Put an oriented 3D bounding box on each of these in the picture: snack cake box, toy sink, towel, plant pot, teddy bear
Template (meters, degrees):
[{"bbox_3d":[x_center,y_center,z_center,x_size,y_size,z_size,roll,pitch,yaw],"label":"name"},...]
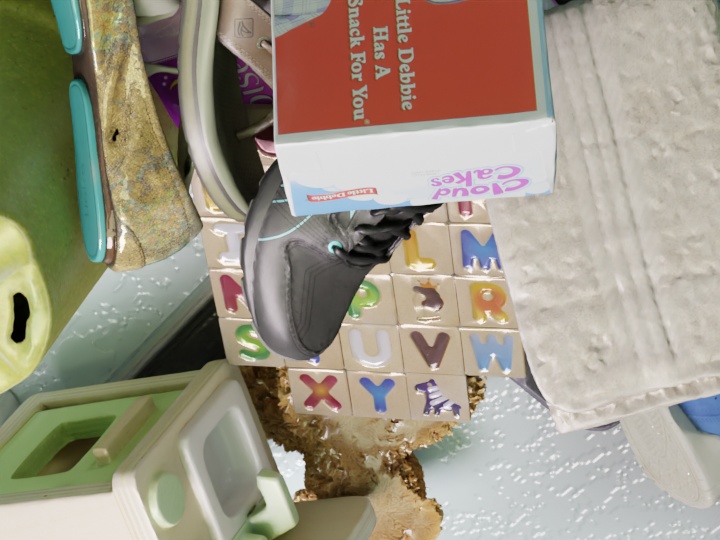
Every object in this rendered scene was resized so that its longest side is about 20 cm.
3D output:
[{"bbox_3d":[0.020,-0.130,0.858,0.114,0.202,0.067,-4,155,4],"label":"snack cake box"},{"bbox_3d":[-0.113,0.128,1.088,0.198,0.130,0.113,-8,114,28],"label":"toy sink"},{"bbox_3d":[0.125,-0.033,0.944,0.131,0.034,0.202,-14,92,8],"label":"towel"},{"bbox_3d":[-0.198,-0.034,1.023,0.198,0.185,0.202,4,124,6],"label":"plant pot"},{"bbox_3d":[-0.006,0.063,1.137,0.144,0.067,0.201,-27,109,13],"label":"teddy bear"}]

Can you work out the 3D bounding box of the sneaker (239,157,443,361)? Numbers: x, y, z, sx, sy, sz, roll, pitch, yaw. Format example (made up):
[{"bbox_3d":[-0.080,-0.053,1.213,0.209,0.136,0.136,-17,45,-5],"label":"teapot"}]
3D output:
[{"bbox_3d":[0.003,-0.044,0.925,0.079,0.075,0.202,28,110,30],"label":"sneaker"}]

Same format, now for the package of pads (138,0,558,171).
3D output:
[{"bbox_3d":[-0.009,-0.124,1.002,0.199,0.076,0.121,-23,117,22],"label":"package of pads"}]

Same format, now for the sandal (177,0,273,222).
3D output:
[{"bbox_3d":[-0.051,-0.115,0.920,0.057,0.080,0.203,2,115,4],"label":"sandal"}]

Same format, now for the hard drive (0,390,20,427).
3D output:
[{"bbox_3d":[-0.211,0.180,1.152,0.026,0.201,0.133,-13,120,17],"label":"hard drive"}]

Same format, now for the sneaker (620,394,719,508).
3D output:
[{"bbox_3d":[0.174,0.021,1.049,0.076,0.111,0.201,19,147,48],"label":"sneaker"}]

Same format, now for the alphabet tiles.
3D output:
[{"bbox_3d":[0.000,0.000,1.033,0.165,0.006,0.201,3,128,14],"label":"alphabet tiles"}]

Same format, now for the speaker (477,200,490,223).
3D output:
[{"bbox_3d":[0.153,-0.078,0.998,0.198,0.089,0.089,-15,119,17],"label":"speaker"}]

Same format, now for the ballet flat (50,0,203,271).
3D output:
[{"bbox_3d":[-0.111,-0.101,0.945,0.070,0.071,0.202,-6,102,12],"label":"ballet flat"}]

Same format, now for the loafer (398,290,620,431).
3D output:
[{"bbox_3d":[0.066,0.012,1.089,0.200,0.063,0.072,43,84,-15],"label":"loafer"}]
